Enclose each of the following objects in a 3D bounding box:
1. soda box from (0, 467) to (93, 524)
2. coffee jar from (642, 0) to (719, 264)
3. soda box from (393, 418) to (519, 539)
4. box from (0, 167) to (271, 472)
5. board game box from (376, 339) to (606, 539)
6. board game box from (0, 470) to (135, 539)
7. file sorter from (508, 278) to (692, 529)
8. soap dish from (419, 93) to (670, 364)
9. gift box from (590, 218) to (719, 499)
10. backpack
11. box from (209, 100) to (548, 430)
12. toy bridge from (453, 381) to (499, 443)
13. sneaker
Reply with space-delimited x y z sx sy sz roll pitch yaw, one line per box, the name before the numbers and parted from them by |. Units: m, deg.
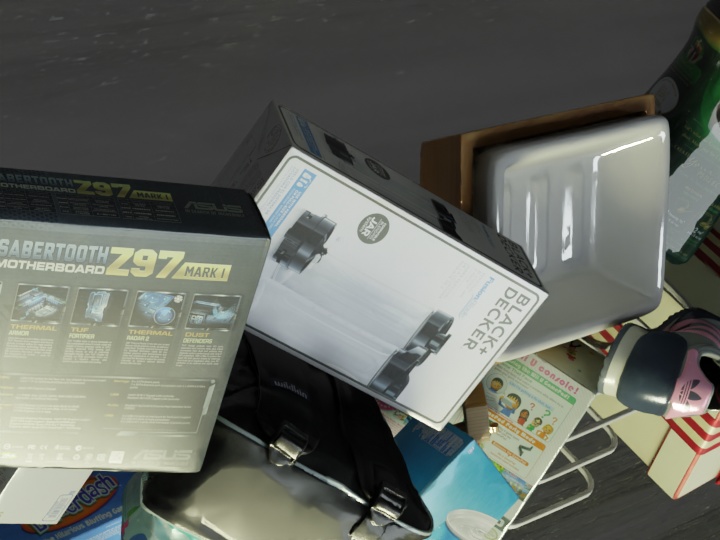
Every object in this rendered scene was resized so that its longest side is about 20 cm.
soda box | -0.161 0.050 1.117 0.063 0.068 0.200 11 120 -54
coffee jar | 0.250 -0.110 1.414 0.104 0.085 0.200 30 108 -27
soda box | 0.007 0.190 1.292 0.200 0.064 0.068 -45 125 -10
box | -0.160 0.028 1.013 0.199 0.051 0.158 3 124 -24
board game box | 0.065 0.112 1.408 0.201 0.147 0.064 -59 175 27
board game box | -0.208 0.222 1.317 0.152 0.045 0.201 -21 144 -39
file sorter | 0.144 0.076 1.503 0.138 0.125 0.201 -15 140 -43
soap dish | 0.121 -0.030 1.318 0.199 0.081 0.159 -15 111 -42
gift box | 0.302 0.053 1.614 0.199 0.187 0.185 -24 147 -31
backpack | -0.057 0.121 1.209 0.177 0.200 0.151 30 110 -20
box | 0.000 0.000 1.171 0.199 0.060 0.117 30 108 -29
toy bridge | -0.003 0.123 1.352 0.198 0.027 0.068 -8 127 -1
sneaker | 0.237 0.074 1.388 0.200 0.082 0.071 -11 121 -60
